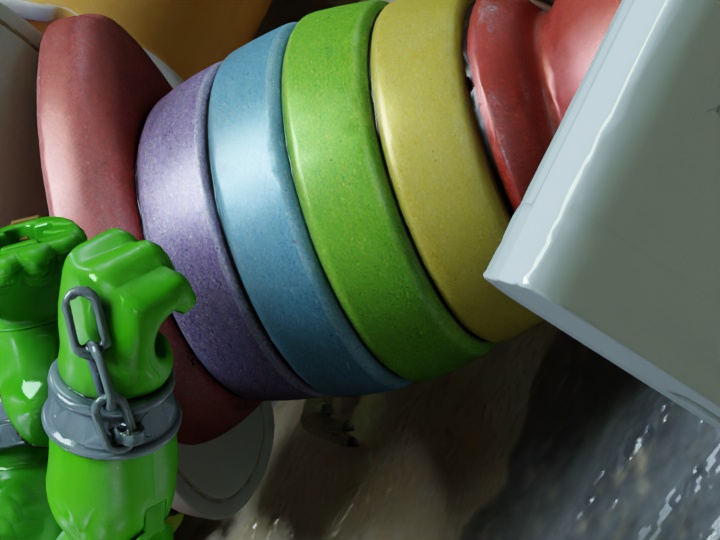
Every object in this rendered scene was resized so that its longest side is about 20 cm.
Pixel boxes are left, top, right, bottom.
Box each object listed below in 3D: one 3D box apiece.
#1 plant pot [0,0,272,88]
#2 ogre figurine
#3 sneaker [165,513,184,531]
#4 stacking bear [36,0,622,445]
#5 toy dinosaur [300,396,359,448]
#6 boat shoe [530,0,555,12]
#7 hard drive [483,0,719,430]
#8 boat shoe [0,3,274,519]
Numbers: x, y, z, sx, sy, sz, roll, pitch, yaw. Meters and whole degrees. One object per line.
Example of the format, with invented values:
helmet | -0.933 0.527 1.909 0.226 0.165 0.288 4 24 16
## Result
plant pot | -0.099 -0.147 1.019 0.200 0.200 0.184 -19 51 51
ogre figurine | -0.097 0.049 0.706 0.199 0.121 0.098 -8 12 34
sneaker | -0.083 0.034 0.968 0.082 0.072 0.201 -25 39 15
stacking bear | 0.026 -0.031 0.743 0.199 0.122 0.114 -18 49 19
toy dinosaur | 0.000 0.000 0.872 0.199 0.058 0.101 0 47 51
boat shoe | 0.040 -0.121 0.888 0.071 0.070 0.200 -56 27 -5
hard drive | 0.124 -0.055 0.610 0.026 0.132 0.201 11 72 62
boat shoe | -0.094 -0.002 0.803 0.062 0.200 0.075 1 52 37
